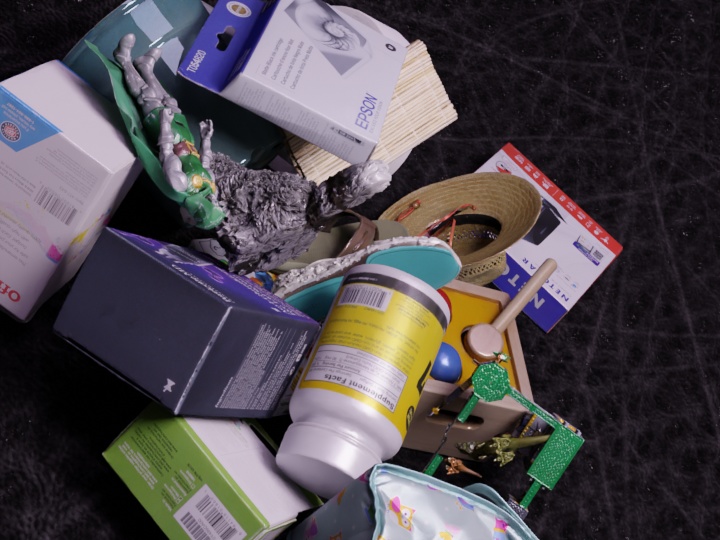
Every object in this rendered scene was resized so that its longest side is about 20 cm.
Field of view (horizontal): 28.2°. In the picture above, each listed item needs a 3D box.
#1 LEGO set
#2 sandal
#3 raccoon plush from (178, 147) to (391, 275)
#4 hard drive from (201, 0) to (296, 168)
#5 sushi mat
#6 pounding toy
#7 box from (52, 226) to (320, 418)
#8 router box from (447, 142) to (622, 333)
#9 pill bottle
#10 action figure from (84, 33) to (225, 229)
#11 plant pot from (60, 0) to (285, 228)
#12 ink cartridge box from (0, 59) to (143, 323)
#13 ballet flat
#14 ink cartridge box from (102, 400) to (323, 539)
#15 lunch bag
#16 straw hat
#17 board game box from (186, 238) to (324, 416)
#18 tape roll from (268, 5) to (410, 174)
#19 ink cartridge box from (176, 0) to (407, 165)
[{"bbox_3d":[0.127,0.185,1.406,0.153,0.202,0.116,25,2,4],"label":"LEGO set"},{"bbox_3d":[-0.024,-0.031,1.521,0.199,0.058,0.080,-2,49,-37],"label":"sandal"},{"bbox_3d":[-0.080,-0.087,1.354,0.198,0.097,0.135,-26,71,-2],"label":"raccoon plush"},{"bbox_3d":[-0.118,-0.200,1.549,0.026,0.133,0.200,-31,45,-23],"label":"hard drive"},{"bbox_3d":[0.010,-0.154,1.492,0.199,0.012,0.096,-34,104,-25],"label":"sushi mat"},{"bbox_3d":[0.106,0.079,1.504,0.198,0.142,0.186,14,47,-26],"label":"pounding toy"},{"bbox_3d":[-0.150,0.051,1.280,0.147,0.105,0.200,31,5,20],"label":"box"},{"bbox_3d":[0.206,-0.043,1.761,0.200,0.049,0.179,43,41,5],"label":"router box"},{"bbox_3d":[0.001,0.106,1.335,0.114,0.114,0.201,29,64,-11],"label":"pill bottle"},{"bbox_3d":[-0.170,-0.120,1.289,0.118,0.055,0.201,15,43,-59],"label":"action figure"},{"bbox_3d":[-0.189,-0.165,1.485,0.196,0.200,0.200,49,41,1],"label":"plant pot"},{"bbox_3d":[-0.300,-0.066,1.310,0.128,0.201,0.125,37,23,-1],"label":"ink cartridge box"},{"bbox_3d":[0.000,0.000,1.440,0.198,0.072,0.072,-15,55,0],"label":"ballet flat"},{"bbox_3d":[-0.125,0.190,1.296,0.148,0.076,0.200,49,8,12],"label":"ink cartridge box"},{"bbox_3d":[0.054,0.266,1.273,0.198,0.170,0.123,17,52,-23],"label":"lunch bag"},{"bbox_3d":[0.118,-0.025,1.635,0.202,0.199,0.086,-65,144,-49],"label":"straw hat"},{"bbox_3d":[-0.089,0.052,1.466,0.125,0.035,0.201,-6,56,-40],"label":"board game box"},{"bbox_3d":[-0.026,-0.187,1.598,0.071,0.202,0.204,16,41,-55],"label":"tape roll"},{"bbox_3d":[-0.060,-0.205,1.397,0.198,0.041,0.200,26,37,-7],"label":"ink cartridge box"}]
